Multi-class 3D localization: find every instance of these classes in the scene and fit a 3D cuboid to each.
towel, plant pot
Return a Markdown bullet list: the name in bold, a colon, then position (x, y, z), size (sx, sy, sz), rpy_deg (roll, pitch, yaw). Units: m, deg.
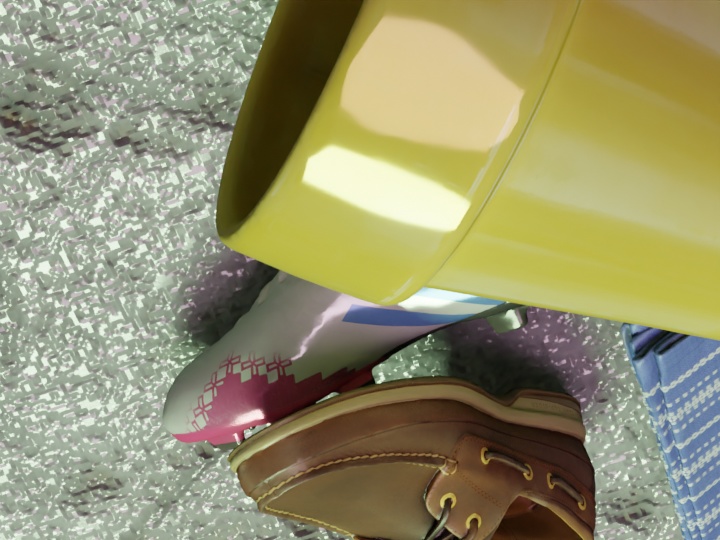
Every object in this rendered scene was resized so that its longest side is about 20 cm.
- **towel**: position (0.176, 0.039, 1.124), size (0.145, 0.024, 0.200), rpy_deg (-37, 145, -10)
- **plant pot**: position (0.073, -0.066, 0.965), size (0.189, 0.201, 0.201), rpy_deg (23, 119, -11)

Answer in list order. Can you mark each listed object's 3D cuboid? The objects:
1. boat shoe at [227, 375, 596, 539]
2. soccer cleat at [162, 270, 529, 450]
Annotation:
- **boat shoe**: position (0.031, 0.086, 1.112), size (0.072, 0.068, 0.200), rpy_deg (-32, 156, 33)
- **soccer cleat**: position (0.000, 0.000, 1.111), size (0.200, 0.070, 0.086), rpy_deg (-25, 102, 12)
